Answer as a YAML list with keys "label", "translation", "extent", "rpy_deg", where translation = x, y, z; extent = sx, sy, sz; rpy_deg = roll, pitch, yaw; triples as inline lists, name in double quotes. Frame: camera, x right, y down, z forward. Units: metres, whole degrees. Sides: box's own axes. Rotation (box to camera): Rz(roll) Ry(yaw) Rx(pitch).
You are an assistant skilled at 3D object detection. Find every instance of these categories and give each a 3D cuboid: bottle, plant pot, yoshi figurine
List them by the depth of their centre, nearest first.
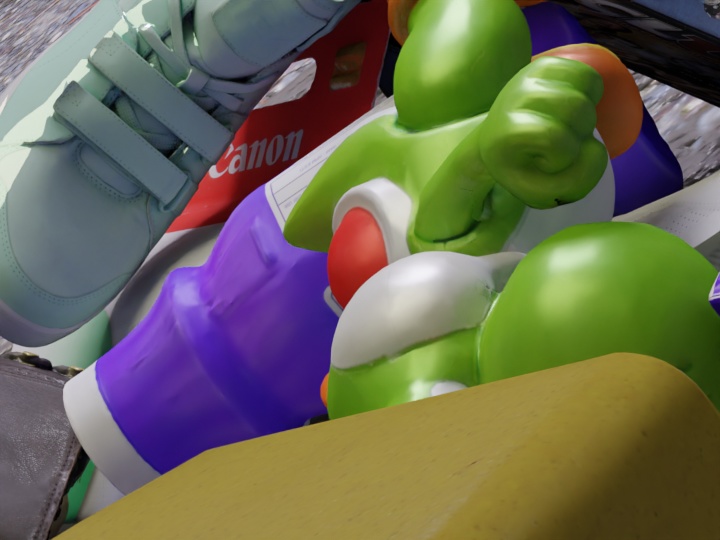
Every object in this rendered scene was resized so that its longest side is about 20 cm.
- label: "plant pot"
  translation: [0.004, 0.128, 0.479]
  extent: [0.200, 0.200, 0.176]
  rpy_deg: [-17, 27, 48]
- label: "yoshi figurine"
  translation: [0.049, -0.007, 0.678]
  extent: [0.200, 0.112, 0.112]
  rpy_deg: [-83, 18, -49]
- label: "bottle"
  translation: [0.000, 0.000, 0.876]
  extent: [0.200, 0.084, 0.065]
  rpy_deg: [-35, 54, 12]

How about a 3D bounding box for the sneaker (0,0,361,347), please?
- label: "sneaker"
  translation: [-0.064, -0.068, 0.970]
  extent: [0.118, 0.074, 0.201]
  rpy_deg: [-19, 37, 60]

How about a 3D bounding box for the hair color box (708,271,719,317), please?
- label: "hair color box"
  translation: [0.162, -0.022, 0.676]
  extent: [0.065, 0.109, 0.200]
  rpy_deg: [-23, 24, 37]

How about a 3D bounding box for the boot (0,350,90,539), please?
- label: "boot"
  translation: [-0.167, 0.028, 0.926]
  extent: [0.200, 0.174, 0.069]
  rpy_deg: [-87, 14, -51]

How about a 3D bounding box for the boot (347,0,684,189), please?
- label: "boot"
  translation: [0.046, -0.045, 0.966]
  extent: [0.075, 0.097, 0.200]
  rpy_deg: [-38, 19, -6]

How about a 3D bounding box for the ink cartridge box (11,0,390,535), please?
- label: "ink cartridge box"
  translation: [-0.065, 0.000, 1.007]
  extent: [0.161, 0.050, 0.200]
  rpy_deg: [-9, 67, 57]

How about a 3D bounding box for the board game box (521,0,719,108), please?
- label: "board game box"
  translation: [0.076, -0.092, 0.875]
  extent: [0.135, 0.200, 0.035]
  rpy_deg: [16, 86, 68]

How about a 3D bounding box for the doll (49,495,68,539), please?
- label: "doll"
  translation: [-0.202, 0.047, 0.973]
  extent: [0.136, 0.200, 0.048]
  rpy_deg: [-46, -21, -27]

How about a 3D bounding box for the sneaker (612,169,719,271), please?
- label: "sneaker"
  translation: [0.107, -0.002, 0.816]
  extent: [0.200, 0.074, 0.116]
  rpy_deg: [-21, 14, 44]
